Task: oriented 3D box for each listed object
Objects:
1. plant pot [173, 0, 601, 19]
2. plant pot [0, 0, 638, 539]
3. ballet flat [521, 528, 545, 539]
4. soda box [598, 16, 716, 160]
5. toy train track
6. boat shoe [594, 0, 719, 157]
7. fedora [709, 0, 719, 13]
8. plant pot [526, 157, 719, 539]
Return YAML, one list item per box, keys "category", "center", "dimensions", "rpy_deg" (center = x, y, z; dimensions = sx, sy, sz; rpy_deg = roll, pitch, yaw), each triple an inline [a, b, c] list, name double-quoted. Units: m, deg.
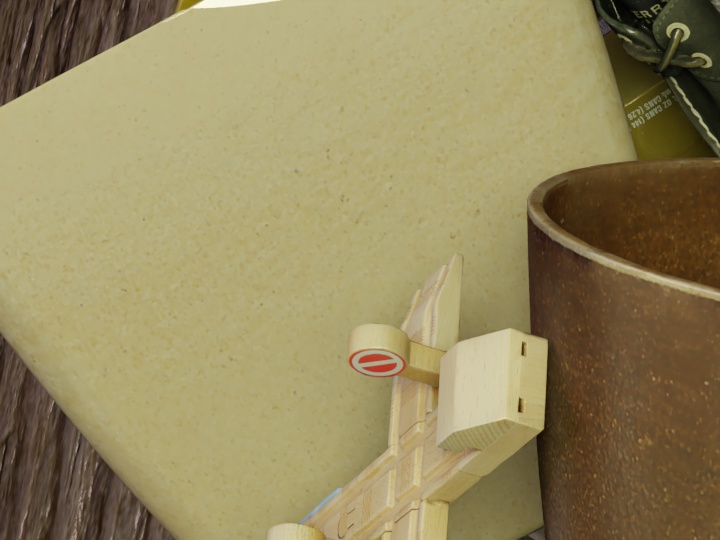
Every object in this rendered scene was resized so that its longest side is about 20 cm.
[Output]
- category: "plant pot"
  center: [0.030, -0.084, 1.010]
  dimensions: [0.200, 0.176, 0.201]
  rpy_deg: [-110, 38, -64]
- category: "plant pot"
  center: [0.000, 0.000, 0.779]
  dimensions: [0.178, 0.199, 0.200]
  rpy_deg: [63, -177, -3]
- category: "ballet flat"
  center: [0.065, 0.101, 0.938]
  dimensions: [0.072, 0.071, 0.201]
  rpy_deg: [176, 106, -73]
- category: "soda box"
  center: [0.039, -0.009, 0.907]
  dimensions: [0.200, 0.068, 0.064]
  rpy_deg: [-33, 32, 3]
- category: "toy train track"
  center: [-0.015, 0.065, 0.633]
  dimensions: [0.200, 0.032, 0.115]
  rpy_deg: [133, 148, -52]
- category: "boat shoe"
  center: [0.096, -0.093, 0.772]
  dimensions: [0.057, 0.201, 0.068]
  rpy_deg: [-40, 21, -33]
- category: "fedora"
  center: [0.147, -0.115, 0.651]
  dimensions: [0.090, 0.177, 0.200]
  rpy_deg: [-34, 0, -32]
- category: "plant pot"
  center: [0.124, 0.089, 0.608]
  dimensions: [0.187, 0.186, 0.201]
  rpy_deg: [-134, 46, -71]
